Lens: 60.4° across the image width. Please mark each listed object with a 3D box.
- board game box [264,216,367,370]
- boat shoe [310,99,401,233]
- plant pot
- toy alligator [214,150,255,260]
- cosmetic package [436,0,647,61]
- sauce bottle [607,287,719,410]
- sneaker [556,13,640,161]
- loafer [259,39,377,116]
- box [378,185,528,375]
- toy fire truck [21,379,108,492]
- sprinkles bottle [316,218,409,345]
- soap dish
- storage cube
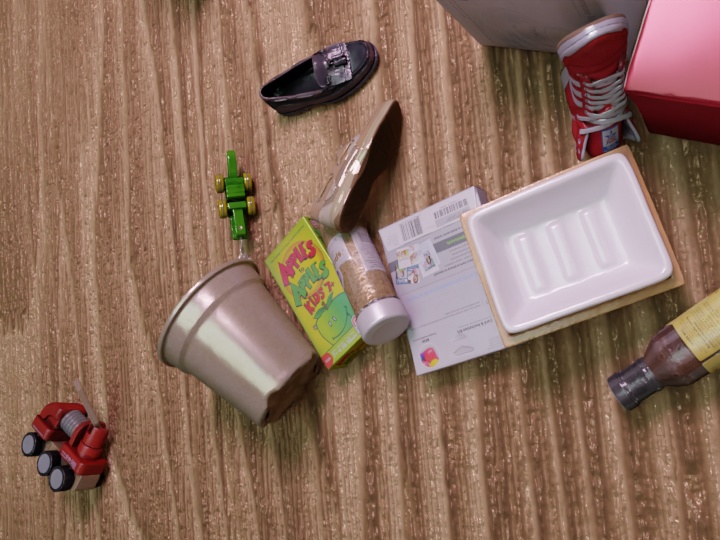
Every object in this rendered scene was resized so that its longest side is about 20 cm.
[{"bbox_3d":[-0.054,0.032,0.914,0.102,0.047,0.202,-44,66,24],"label":"board game box"},{"bbox_3d":[-0.006,-0.151,0.846,0.063,0.071,0.203,19,72,28],"label":"boat shoe"},{"bbox_3d":[-0.162,0.119,0.915,0.182,0.200,0.203,38,108,16],"label":"plant pot"},{"bbox_3d":[-0.203,-0.093,1.019,0.054,0.058,0.206,148,114,-72],"label":"toy alligator"},{"bbox_3d":[0.197,-0.328,0.674,0.197,0.198,0.126,19,97,32],"label":"cosmetic package"},{"bbox_3d":[0.347,0.073,0.637,0.199,0.064,0.066,-41,67,24],"label":"sauce bottle"},{"bbox_3d":[0.249,-0.179,0.641,0.070,0.199,0.115,-15,87,18],"label":"sneaker"},{"bbox_3d":[-0.067,-0.288,0.927,0.196,0.062,0.074,-17,79,32],"label":"loafer"},{"bbox_3d":[0.117,0.016,0.806,0.154,0.041,0.205,-23,75,31],"label":"box"},{"bbox_3d":[-0.560,0.300,1.205,0.174,0.128,0.203,29,92,31],"label":"toy fire truck"},{"bbox_3d":[0.000,0.000,0.844,0.068,0.068,0.203,-41,54,25],"label":"sprinkles bottle"},{"bbox_3d":[0.228,-0.023,0.689,0.196,0.081,0.161,-22,76,15],"label":"soap dish"},{"bbox_3d":[0.369,-0.215,0.572,0.177,0.169,0.205,21,99,32],"label":"storage cube"}]
